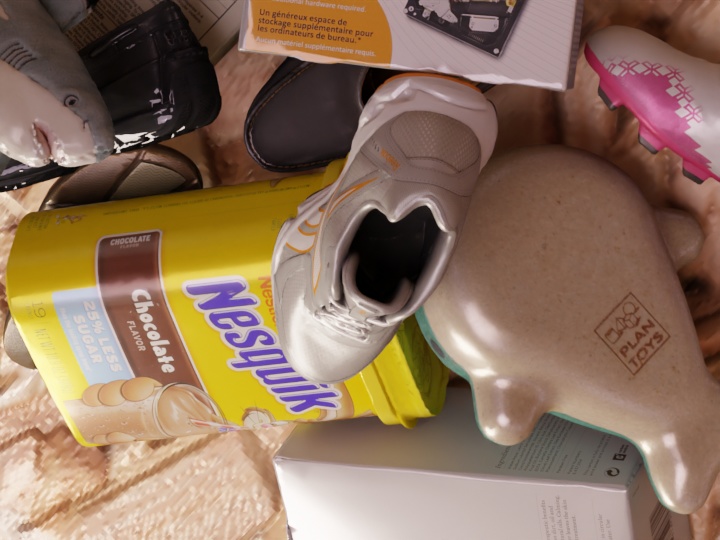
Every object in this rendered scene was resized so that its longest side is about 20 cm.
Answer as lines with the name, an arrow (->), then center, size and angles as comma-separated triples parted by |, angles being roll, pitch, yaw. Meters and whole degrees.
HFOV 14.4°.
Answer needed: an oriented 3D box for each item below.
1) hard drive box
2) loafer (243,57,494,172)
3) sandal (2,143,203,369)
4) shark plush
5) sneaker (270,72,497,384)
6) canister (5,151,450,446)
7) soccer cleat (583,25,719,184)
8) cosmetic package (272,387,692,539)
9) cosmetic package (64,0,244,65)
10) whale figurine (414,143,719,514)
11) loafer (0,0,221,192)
hard drive box -> 0.034, -0.191, 1.319 | 0.156, 0.077, 0.200 | 7, 95, 6
loafer -> 0.012, -0.099, 1.435 | 0.200, 0.072, 0.073 | -30, 100, 33
sandal -> -0.146, -0.013, 1.563 | 0.080, 0.054, 0.200 | 20, 139, -12
shark plush -> -0.162, -0.119, 1.400 | 0.083, 0.200, 0.091 | -13, 128, 8
sneaker -> 0.000, 0.000, 1.328 | 0.076, 0.092, 0.200 | 18, 137, -6
canister -> -0.068, 0.021, 1.485 | 0.200, 0.087, 0.149 | -7, 133, 17
soccer cleat -> 0.202, -0.067, 1.373 | 0.200, 0.070, 0.086 | 40, 108, 0
cosmetic package -> 0.066, 0.127, 1.508 | 0.200, 0.085, 0.108 | 5, 124, 24
cosmetic package -> -0.086, -0.166, 1.448 | 0.105, 0.071, 0.200 | 47, 124, -3
whale figurine -> 0.112, 0.031, 1.428 | 0.200, 0.159, 0.104 | 45, 162, -5
loafer -> -0.158, -0.084, 1.445 | 0.200, 0.068, 0.071 | -17, 89, 33
